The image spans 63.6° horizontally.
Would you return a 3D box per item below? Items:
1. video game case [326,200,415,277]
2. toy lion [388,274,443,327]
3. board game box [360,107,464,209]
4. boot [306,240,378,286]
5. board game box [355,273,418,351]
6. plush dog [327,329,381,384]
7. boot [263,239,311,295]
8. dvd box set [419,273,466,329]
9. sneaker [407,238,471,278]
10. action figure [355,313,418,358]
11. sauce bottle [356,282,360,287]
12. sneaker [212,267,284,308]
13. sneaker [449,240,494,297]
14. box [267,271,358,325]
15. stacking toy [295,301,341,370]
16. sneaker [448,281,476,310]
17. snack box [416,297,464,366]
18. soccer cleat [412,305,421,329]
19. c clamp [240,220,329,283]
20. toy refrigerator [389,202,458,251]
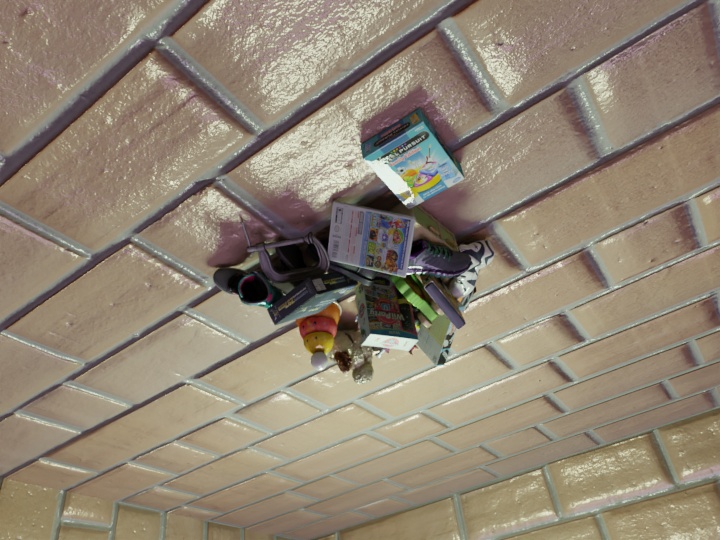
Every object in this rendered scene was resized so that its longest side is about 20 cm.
[{"bbox_3d":[0.023,-0.074,1.360,0.197,0.018,0.146,13,111,12],"label":"video game case"},{"bbox_3d":[0.136,0.044,1.531,0.069,0.200,0.192,-41,99,12],"label":"toy lion"},{"bbox_3d":[0.116,-0.235,1.264,0.149,0.048,0.200,-27,139,22],"label":"board game box"},{"bbox_3d":[-0.016,-0.073,1.429,0.198,0.077,0.170,26,116,-4],"label":"boot"},{"bbox_3d":[0.066,0.108,1.569,0.145,0.203,0.064,10,141,-23],"label":"board game box"},{"bbox_3d":[-0.046,0.231,1.748,0.170,0.199,0.162,11,109,-49],"label":"plush dog"},{"bbox_3d":[-0.216,0.013,1.508,0.172,0.070,0.201,-15,136,22],"label":"boot"},{"bbox_3d":[0.202,0.053,1.492,0.029,0.200,0.147,-37,105,11],"label":"dvd box set"},{"bbox_3d":[0.175,-0.035,1.391,0.196,0.075,0.088,-3,137,-6],"label":"sneaker"},{"bbox_3d":[0.091,0.169,1.683,0.133,0.198,0.151,-34,143,-42],"label":"action figure"},{"bbox_3d":[0.000,0.000,1.529,0.199,0.066,0.064,-33,137,30],"label":"sauce bottle"},{"bbox_3d":[-0.291,0.037,1.437,0.197,0.085,0.121,20,170,10],"label":"sneaker"},{"bbox_3d":[0.256,-0.002,1.549,0.128,0.080,0.200,2,144,-27],"label":"sneaker"},{"bbox_3d":[-0.116,0.065,1.454,0.157,0.052,0.199,-35,168,28],"label":"box"},{"bbox_3d":[-0.116,0.186,1.634,0.143,0.202,0.147,-6,143,-4],"label":"stacking toy"},{"bbox_3d":[0.273,0.111,1.704,0.076,0.079,0.201,2,132,-34],"label":"sneaker"},{"bbox_3d":[0.225,0.159,1.671,0.037,0.116,0.203,-3,122,-31],"label":"snack box"},{"bbox_3d":[0.169,0.146,1.770,0.083,0.066,0.199,-1,160,44],"label":"soccer cleat"},{"bbox_3d":[-0.175,-0.044,1.386,0.196,0.027,0.173,-5,118,7],"label":"c clamp"},{"bbox_3d":[0.163,-0.092,1.434,0.069,0.077,0.199,-32,136,27],"label":"toy refrigerator"}]
